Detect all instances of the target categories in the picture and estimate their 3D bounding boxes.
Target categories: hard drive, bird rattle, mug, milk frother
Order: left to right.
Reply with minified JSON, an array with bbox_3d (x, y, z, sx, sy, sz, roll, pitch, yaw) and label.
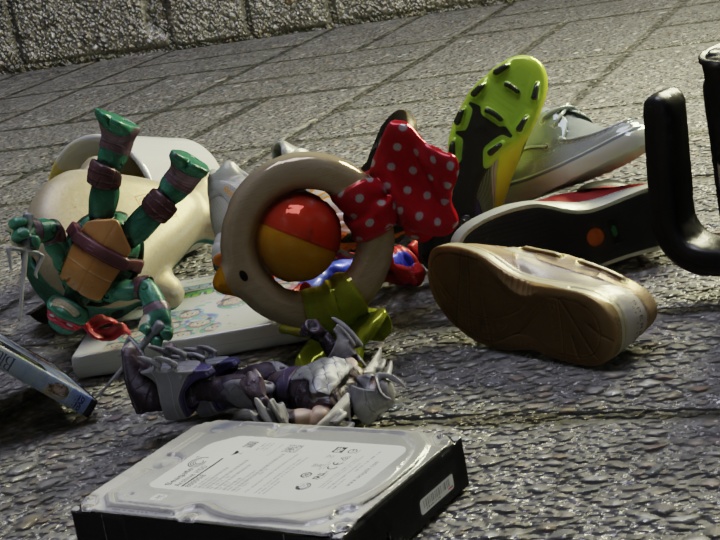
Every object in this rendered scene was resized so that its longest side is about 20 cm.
[{"bbox_3d":[-0.228,-0.073,1.634,0.185,0.151,0.153,7,14,33],"label":"mug"},{"bbox_3d":[-0.054,0.133,0.949,0.198,0.038,0.139,-1,17,35],"label":"hard drive"},{"bbox_3d":[-0.020,-0.021,1.177,0.162,0.202,0.113,19,16,-12],"label":"bird rattle"},{"bbox_3d":[0.326,-0.086,1.183,0.199,0.190,0.180,-19,18,-29],"label":"milk frother"}]

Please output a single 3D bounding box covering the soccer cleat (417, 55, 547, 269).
[{"bbox_3d":[0.104,-0.088,1.368,0.064,0.202,0.084,25,8,17],"label":"soccer cleat"}]

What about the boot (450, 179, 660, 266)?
[{"bbox_3d":[0.161,-0.034,1.360,0.198,0.073,0.144,-12,9,-9],"label":"boot"}]

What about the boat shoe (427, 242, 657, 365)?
[{"bbox_3d":[0.132,0.020,1.176,0.069,0.075,0.199,-18,26,-35],"label":"boat shoe"}]

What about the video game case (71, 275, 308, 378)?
[{"bbox_3d":[-0.133,0.038,1.376,0.198,0.024,0.182,-9,15,5],"label":"video game case"}]

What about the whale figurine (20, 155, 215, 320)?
[{"bbox_3d":[-0.203,-0.024,1.398,0.199,0.160,0.104,-20,-22,-39],"label":"whale figurine"}]

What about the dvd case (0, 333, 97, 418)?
[{"bbox_3d":[-0.301,0.045,1.216,0.018,0.199,0.142,-59,24,-6],"label":"dvd case"}]

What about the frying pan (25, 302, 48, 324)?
[{"bbox_3d":[-0.275,0.026,1.505,0.115,0.031,0.189,-34,6,-37],"label":"frying pan"}]

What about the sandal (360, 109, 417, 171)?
[{"bbox_3d":[0.027,-0.085,1.530,0.054,0.200,0.082,21,60,-4],"label":"sandal"}]

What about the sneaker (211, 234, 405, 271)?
[{"bbox_3d":[-0.047,-0.026,1.480,0.198,0.075,0.079,-11,23,23],"label":"sneaker"}]

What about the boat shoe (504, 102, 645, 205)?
[{"bbox_3d":[0.165,-0.105,1.385,0.070,0.072,0.200,-16,-2,-42],"label":"boat shoe"}]

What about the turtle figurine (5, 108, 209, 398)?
[{"bbox_3d":[-0.204,-0.014,1.249,0.149,0.201,0.101,26,6,-17],"label":"turtle figurine"}]

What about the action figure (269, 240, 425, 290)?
[{"bbox_3d":[0.000,0.000,1.342,0.065,0.052,0.199,11,15,34],"label":"action figure"}]

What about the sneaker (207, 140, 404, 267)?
[{"bbox_3d":[-0.029,-0.063,1.270,0.198,0.093,0.076,-10,-10,-24],"label":"sneaker"}]

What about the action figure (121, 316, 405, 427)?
[{"bbox_3d":[-0.061,0.078,1.098,0.198,0.070,0.130,0,13,25],"label":"action figure"}]

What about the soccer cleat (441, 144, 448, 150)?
[{"bbox_3d":[0.080,-0.078,1.559,0.085,0.071,0.200,-13,15,-3],"label":"soccer cleat"}]
